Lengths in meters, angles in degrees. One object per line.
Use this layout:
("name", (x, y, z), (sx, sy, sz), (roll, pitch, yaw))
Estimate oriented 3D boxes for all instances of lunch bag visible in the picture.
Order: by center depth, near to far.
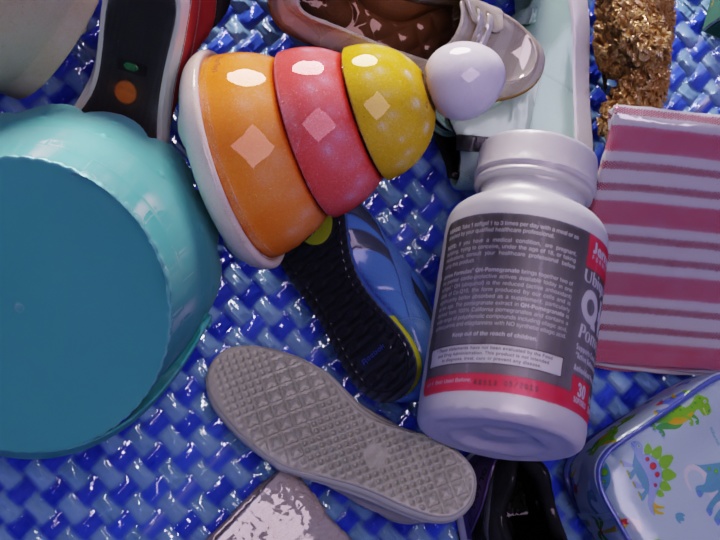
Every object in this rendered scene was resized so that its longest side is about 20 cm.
("lunch bag", (0.252, 0.182, 1.133), (0.160, 0.082, 0.201), (-31, 91, -17))

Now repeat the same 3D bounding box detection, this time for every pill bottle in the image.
("pill bottle", (0.104, 0.015, 1.050), (0.110, 0.111, 0.201), (14, 70, -13))

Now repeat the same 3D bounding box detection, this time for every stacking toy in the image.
("stacking toy", (-0.003, -0.094, 1.012), (0.199, 0.146, 0.147), (-17, 86, 13))

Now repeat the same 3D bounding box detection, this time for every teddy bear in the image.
("teddy bear", (0.202, -0.170, 1.143), (0.066, 0.145, 0.202), (-1, 81, 17))

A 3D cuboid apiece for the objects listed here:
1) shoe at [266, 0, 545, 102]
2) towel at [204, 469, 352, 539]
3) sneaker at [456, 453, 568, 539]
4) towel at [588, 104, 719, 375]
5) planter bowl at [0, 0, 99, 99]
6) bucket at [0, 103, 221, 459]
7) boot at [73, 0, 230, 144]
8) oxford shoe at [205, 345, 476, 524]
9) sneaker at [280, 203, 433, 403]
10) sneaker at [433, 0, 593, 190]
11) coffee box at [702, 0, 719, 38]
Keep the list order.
("shoe", (0.036, -0.156, 1.064), (0.199, 0.053, 0.070), (12, 88, -18))
("towel", (-0.074, 0.244, 1.058), (0.133, 0.034, 0.200), (47, 72, -6))
("sneaker", (0.111, 0.219, 1.084), (0.075, 0.088, 0.202), (-11, 85, -17))
("towel", (0.219, -0.019, 1.132), (0.145, 0.030, 0.201), (5, 114, -14))
("planter bowl", (-0.242, -0.191, 1.005), (0.134, 0.200, 0.201), (31, 74, -29))
("bucket", (-0.191, 0.006, 0.968), (0.205, 0.135, 0.209), (1, 105, 3))
("boot", (-0.139, -0.123, 1.077), (0.072, 0.144, 0.201), (23, 113, 4))
("oxford shoe", (-0.016, 0.116, 1.084), (0.199, 0.058, 0.076), (26, 73, 5))
("sneaker", (0.000, 0.000, 1.109), (0.078, 0.066, 0.201), (-8, 67, -57))
("sneaker", (0.099, -0.152, 1.147), (0.117, 0.074, 0.202), (-2, 81, -13))
("coffee box", (0.372, -0.209, 1.247), (0.199, 0.044, 0.124), (19, 76, -13))
